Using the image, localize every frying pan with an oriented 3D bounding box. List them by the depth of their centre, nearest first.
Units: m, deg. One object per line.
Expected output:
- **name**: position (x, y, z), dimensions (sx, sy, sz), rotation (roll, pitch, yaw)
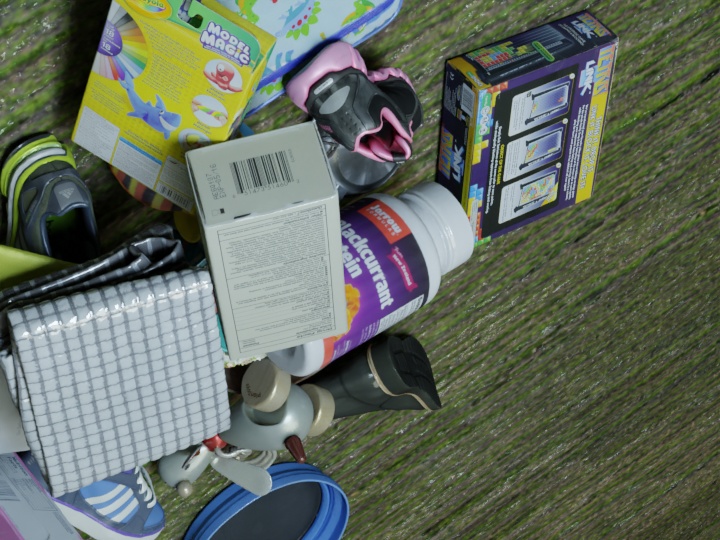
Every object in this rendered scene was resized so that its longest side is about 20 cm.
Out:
- **frying pan**: position (-0.025, -0.091, 1.449), dimensions (0.190, 0.031, 0.115), rotation (-44, 133, -14)

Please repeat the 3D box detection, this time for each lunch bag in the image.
- **lunch bag**: position (-0.066, -0.217, 1.269), dimensions (0.199, 0.083, 0.161), rotation (-32, 145, -9)

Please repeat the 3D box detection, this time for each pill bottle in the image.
- **pill bottle**: position (0.000, 0.000, 1.436), dimensions (0.199, 0.111, 0.112), rotation (-30, 143, -27)

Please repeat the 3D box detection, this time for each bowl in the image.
- **bowl**: position (-0.107, 0.289, 1.776), dimensions (0.200, 0.039, 0.201), rotation (-24, 140, -22)

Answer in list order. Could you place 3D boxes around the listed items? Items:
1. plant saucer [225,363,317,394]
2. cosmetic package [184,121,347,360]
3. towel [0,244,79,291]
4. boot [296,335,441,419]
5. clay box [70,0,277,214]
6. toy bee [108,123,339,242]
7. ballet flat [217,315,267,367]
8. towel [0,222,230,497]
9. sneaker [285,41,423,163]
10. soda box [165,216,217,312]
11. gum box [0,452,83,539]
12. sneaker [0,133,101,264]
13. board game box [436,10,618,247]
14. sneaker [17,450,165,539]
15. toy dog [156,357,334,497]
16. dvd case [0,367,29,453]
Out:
- **plant saucer**: position (-0.071, 0.032, 1.552), dimensions (0.199, 0.035, 0.201), rotation (-24, 140, -22)
- **cosmetic package**: position (-0.069, -0.018, 1.249), dimensions (0.103, 0.073, 0.200), rotation (-13, 150, -7)
- **towel**: position (-0.234, 0.028, 1.289), dimensions (0.199, 0.018, 0.086), rotation (16, 117, -39)
- **boot**: position (-0.001, 0.124, 1.695), dimensions (0.138, 0.078, 0.200), rotation (-23, 159, 13)
- **clay box**: position (-0.136, -0.139, 1.192), dimensions (0.048, 0.115, 0.200), rotation (-59, 180, -40)
- **toy bee**: position (-0.100, -0.069, 1.332), dimensions (0.199, 0.109, 0.131), rotation (-10, 150, -11)
- **ballet flat**: position (-0.065, 0.038, 1.496), dimensions (0.199, 0.076, 0.064), rotation (-15, 167, -24)
- **towel**: position (-0.195, 0.069, 1.277), dimensions (0.165, 0.086, 0.201), rotation (-18, 136, -13)
- **sneaker**: position (0.013, -0.120, 1.341), dimensions (0.079, 0.096, 0.200), rotation (-44, 163, 15)
- **soda box**: position (-0.205, 0.048, 1.426), dimensions (0.200, 0.064, 0.068), rotation (-41, 143, 0)
- **gum box**: position (-0.320, 0.233, 1.407), dimensions (0.066, 0.200, 0.114), rotation (11, 112, -46)
- **sneaker**: position (-0.247, -0.009, 1.317), dimensions (0.074, 0.081, 0.201), rotation (-22, 139, -23)
- **board game box**: position (0.156, -0.133, 1.567), dimensions (0.165, 0.057, 0.201), rotation (-23, 139, -25)
- **sneaker**: position (-0.217, 0.175, 1.528), dimensions (0.146, 0.081, 0.200), rotation (-45, 138, 12)
- **toy dog**: position (-0.107, 0.172, 1.561), dimensions (0.131, 0.097, 0.200), rotation (11, 138, -28)
- **dvd case**: position (-0.264, 0.093, 1.354), dimensions (0.199, 0.018, 0.143), rotation (-6, 131, -26)
